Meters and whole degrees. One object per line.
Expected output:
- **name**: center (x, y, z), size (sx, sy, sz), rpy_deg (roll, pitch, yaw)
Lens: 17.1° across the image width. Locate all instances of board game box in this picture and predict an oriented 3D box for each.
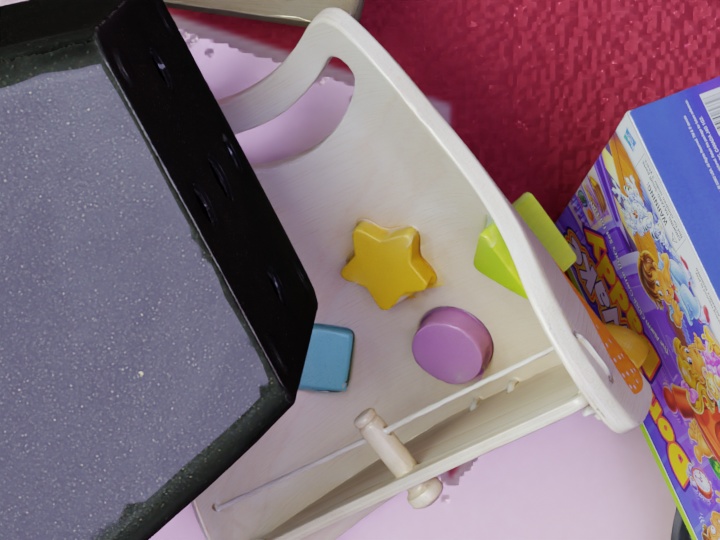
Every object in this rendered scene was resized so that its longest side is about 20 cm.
- **board game box**: center (0.145, 0.045, 0.903), size (0.045, 0.135, 0.201), rpy_deg (-20, 76, -14)

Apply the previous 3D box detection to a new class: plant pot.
- **plant pot**: center (-0.124, 0.005, 0.818), size (0.177, 0.200, 0.201), rpy_deg (-27, 101, 9)

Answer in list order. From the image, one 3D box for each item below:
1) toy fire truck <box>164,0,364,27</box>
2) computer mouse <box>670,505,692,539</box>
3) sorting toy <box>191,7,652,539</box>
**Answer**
- **toy fire truck**: center (-0.094, -0.171, 0.894), size (0.199, 0.129, 0.177), rpy_deg (15, 101, -31)
- **computer mouse**: center (0.194, 0.067, 0.979), size (0.138, 0.053, 0.201), rpy_deg (24, 101, 27)
- **sorting toy**: center (0.000, 0.000, 0.909), size (0.200, 0.107, 0.180), rpy_deg (-28, 98, 38)
